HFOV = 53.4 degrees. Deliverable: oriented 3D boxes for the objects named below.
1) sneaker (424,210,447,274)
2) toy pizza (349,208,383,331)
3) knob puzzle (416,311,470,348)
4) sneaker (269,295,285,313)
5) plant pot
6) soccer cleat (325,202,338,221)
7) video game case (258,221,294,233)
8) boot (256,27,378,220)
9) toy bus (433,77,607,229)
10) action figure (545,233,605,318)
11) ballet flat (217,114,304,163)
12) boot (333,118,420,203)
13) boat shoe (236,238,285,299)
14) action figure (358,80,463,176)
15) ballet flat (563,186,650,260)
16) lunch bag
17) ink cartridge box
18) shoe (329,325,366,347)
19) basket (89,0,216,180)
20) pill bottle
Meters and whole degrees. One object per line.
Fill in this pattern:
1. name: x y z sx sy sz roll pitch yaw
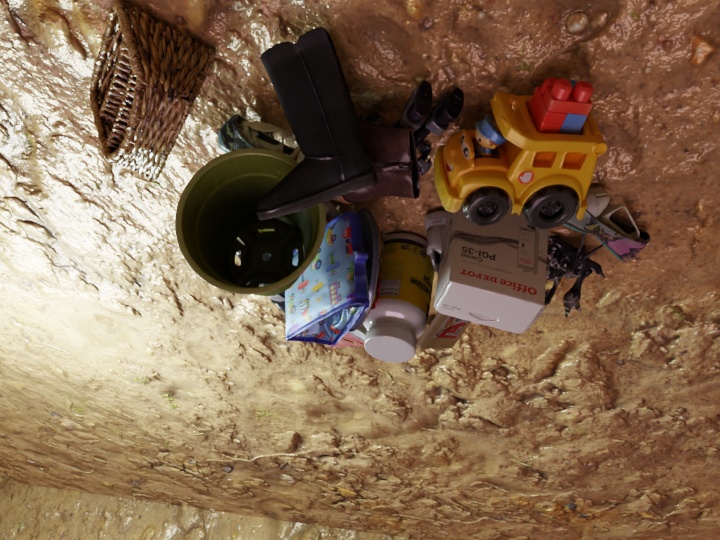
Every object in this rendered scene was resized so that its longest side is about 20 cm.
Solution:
1. sneaker: 0.156 -0.011 1.205 0.075 0.082 0.200 -10 141 27
2. toy pizza: 0.000 0.000 1.172 0.031 0.202 0.200 7 149 -19
3. knob puzzle: 0.174 0.042 1.192 0.030 0.219 0.220 39 153 23
4. sneaker: -0.087 0.044 1.375 0.198 0.076 0.114 4 154 6
5. plant pot: -0.146 -0.043 1.027 0.198 0.202 0.190 12 165 1
6. soccer cleat: -0.112 -0.127 1.143 0.199 0.078 0.069 15 162 -40
7. video game case: -0.142 -0.047 1.243 0.179 0.026 0.200 -2 163 20
8. boot: -0.082 -0.181 0.897 0.163 0.202 0.066 -20 -172 -6
9. toy bus: 0.207 -0.163 0.908 0.198 0.137 0.193 1 139 -8
10. action figure: 0.318 0.020 1.178 0.118 0.103 0.200 29 145 -4
11. ballet flat: -0.115 -0.174 1.076 0.198 0.075 0.074 21 145 -18
12. boot: -0.005 -0.188 0.957 0.165 0.072 0.202 2 117 29
13. boat shoe: -0.156 0.004 1.233 0.073 0.069 0.199 -5 155 24
14. action figure: 0.058 -0.184 1.005 0.129 0.070 0.200 20 150 -23
15. ballet flat: 0.356 -0.080 1.063 0.199 0.070 0.071 27 126 -26
16. lunch bag: -0.044 0.011 1.120 0.093 0.152 0.200 8 153 -25
17. ink cartridge box: 0.198 -0.026 1.061 0.145 0.201 0.083 14 146 -3
18. shoe: -0.006 0.125 1.464 0.198 0.072 0.091 21 147 -3
19. basket: -0.311 -0.233 0.982 0.148 0.144 0.200 25 144 -19
20. pill bottle: 0.063 0.046 1.207 0.111 0.201 0.113 8 146 5
